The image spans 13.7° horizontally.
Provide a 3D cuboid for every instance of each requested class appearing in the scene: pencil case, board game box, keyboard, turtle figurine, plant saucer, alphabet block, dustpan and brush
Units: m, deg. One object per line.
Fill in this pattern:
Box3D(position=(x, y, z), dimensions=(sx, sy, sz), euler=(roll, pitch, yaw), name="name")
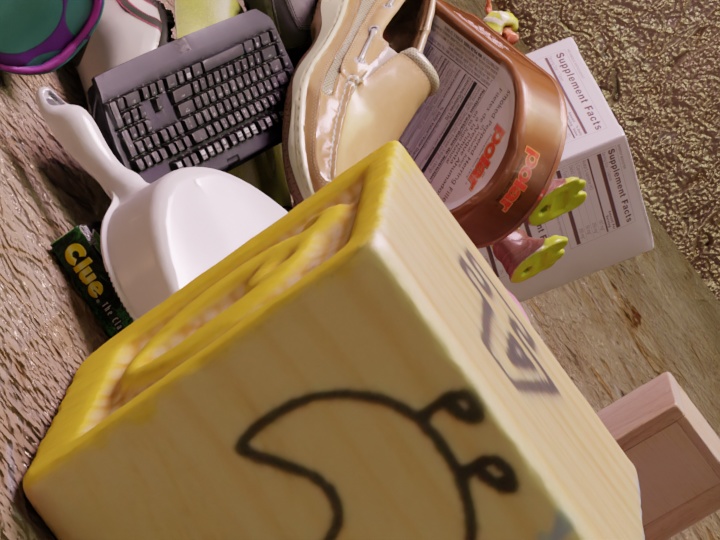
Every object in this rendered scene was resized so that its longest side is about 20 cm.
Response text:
Box3D(position=(-0.188, -0.191, 1.628), dimensions=(0.200, 0.085, 0.093), euler=(-108, 174, -56), name="pencil case")
Box3D(position=(-0.099, 0.018, 1.564), dimensions=(0.105, 0.023, 0.200), euler=(58, 11, 2), name="board game box")
Box3D(position=(-0.075, -0.066, 1.619), dimensions=(0.200, 0.020, 0.128), euler=(-33, 106, -59), name="keyboard")
Box3D(position=(0.069, -0.082, 1.807), dimensions=(0.064, 0.201, 0.161), euler=(-9, 48, -40), name="turtle figurine")
Box3D(position=(-0.070, -0.079, 1.744), dimensions=(0.200, 0.031, 0.201), euler=(-11, 90, -85), name="plant saucer")
Box3D(position=(-0.005, 0.092, 1.312), dimensions=(0.200, 0.195, 0.196), euler=(52, 10, -10), name="alphabet block")
Box3D(position=(-0.094, -0.023, 1.489), dimensions=(0.139, 0.057, 0.201), euler=(-21, 74, -53), name="dustpan and brush")

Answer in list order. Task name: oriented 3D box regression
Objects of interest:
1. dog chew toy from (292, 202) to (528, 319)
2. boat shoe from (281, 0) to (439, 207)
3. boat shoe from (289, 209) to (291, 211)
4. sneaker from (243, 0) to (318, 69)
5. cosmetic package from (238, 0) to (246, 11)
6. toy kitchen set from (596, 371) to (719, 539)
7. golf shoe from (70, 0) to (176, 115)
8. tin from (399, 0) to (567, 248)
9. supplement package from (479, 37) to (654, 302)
Box3D(position=(0.020, 0.023, 1.817), dimensions=(0.200, 0.124, 0.124), euler=(52, 9, 29), name="dog chew toy")
Box3D(position=(0.007, -0.103, 1.686), dimensions=(0.201, 0.076, 0.072), euler=(-81, 152, -42), name="boat shoe")
Box3D(position=(0.000, 0.000, 1.729), dimensions=(0.062, 0.074, 0.201), euler=(68, 8, -50), name="boat shoe")
Box3D(position=(-0.035, -0.158, 1.829), dimensions=(0.200, 0.066, 0.091), euler=(-9, 81, -81), name="sneaker")
Box3D(position=(-0.057, -0.146, 2.001), dimensions=(0.073, 0.103, 0.200), euler=(49, 12, -26), name="cosmetic package")
Box3D(position=(0.150, 0.130, 1.869), dimensions=(0.163, 0.180, 0.200), euler=(51, 16, -26), name="toy kitchen set")
Box3D(position=(-0.155, -0.145, 1.717), dimensions=(0.088, 0.077, 0.201), euler=(15, 38, -20), name="golf shoe")
Box3D(position=(0.049, -0.088, 1.734), dimensions=(0.042, 0.112, 0.200), euler=(20, 14, -34), name="tin")
Box3D(position=(0.076, -0.048, 1.966), dimensions=(0.114, 0.199, 0.110), euler=(-112, -178, -46), name="supplement package")
